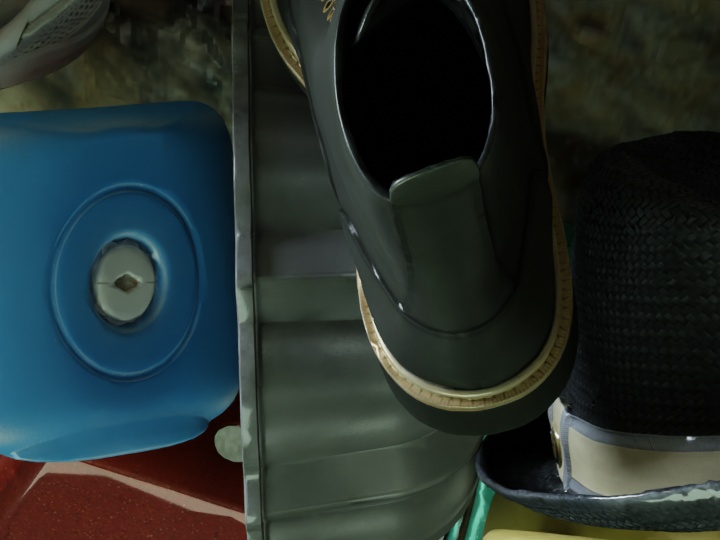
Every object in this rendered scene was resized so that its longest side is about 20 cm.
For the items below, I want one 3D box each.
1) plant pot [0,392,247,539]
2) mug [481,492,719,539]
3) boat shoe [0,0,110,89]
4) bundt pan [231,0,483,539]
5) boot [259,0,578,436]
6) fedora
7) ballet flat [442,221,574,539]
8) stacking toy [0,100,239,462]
[{"bbox_3d":[-0.053,0.072,1.093,0.200,0.200,0.176,19,145,-5],"label":"plant pot"},{"bbox_3d":[0.116,0.090,0.918,0.153,0.150,0.187,5,144,30],"label":"mug"},{"bbox_3d":[-0.149,-0.078,0.882,0.071,0.200,0.069,52,139,8],"label":"boat shoe"},{"bbox_3d":[0.000,0.000,0.919,0.076,0.202,0.202,-1,153,-2],"label":"bundt pan"},{"bbox_3d":[0.011,-0.074,0.754,0.077,0.200,0.138,-19,154,0],"label":"boot"},{"bbox_3d":[0.115,0.004,0.825,0.200,0.092,0.201,-10,-170,2],"label":"fedora"},{"bbox_3d":[0.067,0.068,1.029,0.070,0.067,0.200,19,134,11],"label":"ballet flat"},{"bbox_3d":[-0.140,0.001,0.976,0.116,0.110,0.200,-7,-173,-44],"label":"stacking toy"}]
